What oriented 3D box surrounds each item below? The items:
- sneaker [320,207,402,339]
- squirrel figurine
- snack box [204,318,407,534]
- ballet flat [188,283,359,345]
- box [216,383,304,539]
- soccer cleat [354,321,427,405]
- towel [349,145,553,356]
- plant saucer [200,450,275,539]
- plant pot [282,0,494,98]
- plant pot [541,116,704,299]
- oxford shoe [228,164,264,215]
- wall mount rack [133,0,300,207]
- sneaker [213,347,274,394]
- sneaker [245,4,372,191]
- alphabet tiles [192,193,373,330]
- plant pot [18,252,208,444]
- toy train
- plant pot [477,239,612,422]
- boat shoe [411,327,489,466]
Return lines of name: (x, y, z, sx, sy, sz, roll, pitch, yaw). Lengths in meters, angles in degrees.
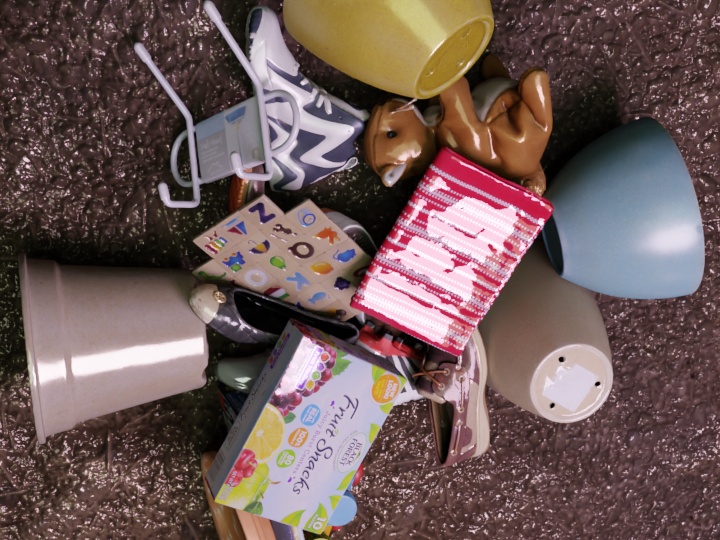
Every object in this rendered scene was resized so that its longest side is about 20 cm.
sneaker: (0.000, 0.000, 1.083, 0.073, 0.085, 0.201, -37, 133, -11)
squirrel figurine: (0.100, -0.121, 1.002, 0.185, 0.142, 0.202, -19, 119, -9)
snack box: (-0.059, 0.171, 0.999, 0.141, 0.053, 0.201, 25, 98, -30)
ballet flat: (-0.092, 0.049, 1.003, 0.198, 0.067, 0.057, 19, 136, -30)
box: (-0.117, 0.246, 1.107, 0.040, 0.137, 0.202, -17, 112, -19)
soccer cleat: (0.055, 0.129, 1.109, 0.199, 0.068, 0.086, 28, 95, -41)
towel: (0.096, -0.016, 0.971, 0.144, 0.023, 0.201, 26, 107, -16)
plant saucer: (-0.139, 0.308, 1.102, 0.037, 0.200, 0.202, -17, 113, -21)
plant pot: (0.045, -0.251, 0.892, 0.200, 0.200, 0.142, -42, 74, 8)
plant pot: (0.275, -0.055, 1.031, 0.133, 0.200, 0.202, -15, 112, 1)
oxford shoe: (-0.110, -0.040, 1.033, 0.072, 0.072, 0.202, -2, 128, -9)
wall mount rack: (-0.157, -0.163, 0.945, 0.199, 0.074, 0.176, -15, 81, 38)
sneaker: (-0.076, 0.108, 1.108, 0.198, 0.070, 0.081, 3, 103, -18)
sneaker: (-0.050, -0.188, 0.991, 0.128, 0.080, 0.201, -11, 112, -6)
alphabet tiles: (-0.077, 0.001, 1.005, 0.165, 0.006, 0.200, -29, 129, 24)
plant pot: (-0.266, 0.072, 1.007, 0.181, 0.200, 0.203, -7, 112, -19)
toy train: (-0.057, 0.328, 1.160, 0.084, 0.116, 0.202, 16, 107, -14)
plant pot: (0.209, 0.086, 1.068, 0.185, 0.200, 0.189, -3, 111, -8)
boat shoe: (0.097, 0.127, 1.056, 0.071, 0.072, 0.202, -17, 109, -30)
